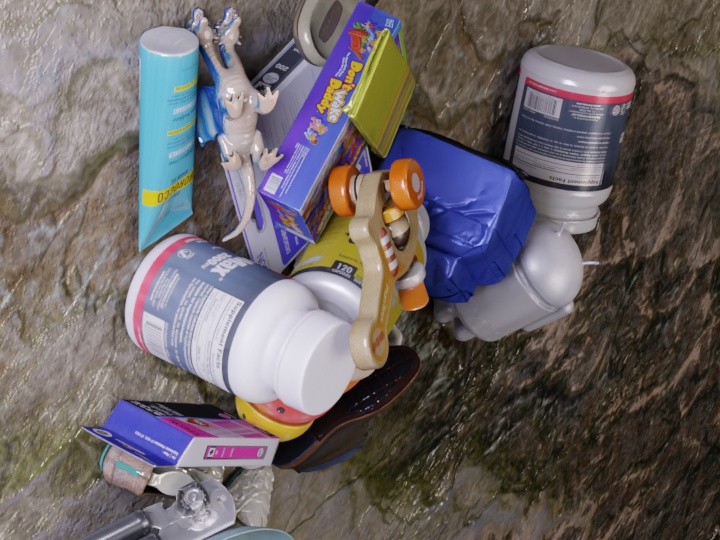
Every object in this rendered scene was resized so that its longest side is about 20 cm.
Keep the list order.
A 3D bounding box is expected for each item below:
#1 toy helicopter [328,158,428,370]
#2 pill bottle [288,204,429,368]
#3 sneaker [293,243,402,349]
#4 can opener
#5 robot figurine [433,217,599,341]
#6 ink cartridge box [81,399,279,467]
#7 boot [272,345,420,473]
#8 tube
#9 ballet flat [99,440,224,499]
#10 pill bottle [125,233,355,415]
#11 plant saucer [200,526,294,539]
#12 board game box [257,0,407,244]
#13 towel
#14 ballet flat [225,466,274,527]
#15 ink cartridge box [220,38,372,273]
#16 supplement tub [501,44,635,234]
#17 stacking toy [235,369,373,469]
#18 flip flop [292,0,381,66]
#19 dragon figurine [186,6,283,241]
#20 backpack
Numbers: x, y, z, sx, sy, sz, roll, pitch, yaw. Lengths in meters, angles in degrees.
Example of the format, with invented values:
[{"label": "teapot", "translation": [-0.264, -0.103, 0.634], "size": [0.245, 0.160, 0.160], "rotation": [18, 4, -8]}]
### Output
[{"label": "toy helicopter", "translation": [0.021, 0.004, 1.568], "size": [0.132, 0.078, 0.201], "rotation": [53, 39, -50]}, {"label": "pill bottle", "translation": [0.000, 0.000, 1.706], "size": [0.200, 0.111, 0.113], "rotation": [-59, 155, -50]}, {"label": "sneaker", "translation": [-0.009, 0.016, 1.840], "size": [0.077, 0.080, 0.200], "rotation": [-55, 148, -18]}, {"label": "can opener", "translation": [-0.209, 0.262, 1.636], "size": [0.199, 0.053, 0.067], "rotation": [-25, 154, -14]}, {"label": "robot figurine", "translation": [0.180, 0.010, 2.039], "size": [0.169, 0.199, 0.113], "rotation": [39, 35, -34]}, {"label": "ink cartridge box", "translation": [-0.169, 0.157, 1.654], "size": [0.200, 0.094, 0.037], "rotation": [6, 104, -60]}, {"label": "boot", "translation": [-0.016, 0.155, 1.901], "size": [0.199, 0.075, 0.097], "rotation": [-32, 158, 0]}, {"label": "tube", "translation": [-0.171, -0.115, 1.518], "size": [0.077, 0.050, 0.201], "rotation": [-35, 143, -41]}, {"label": "ballet flat", "translation": [-0.177, 0.202, 1.701], "size": [0.200, 0.067, 0.068], "rotation": [8, 102, -61]}, {"label": "pill bottle", "translation": [-0.105, 0.053, 1.579], "size": [0.119, 0.199, 0.120], "rotation": [-39, 141, -41]}, {"label": "plant saucer", "translation": [-0.157, 0.309, 1.703], "size": [0.200, 0.039, 0.202], "rotation": [-26, 147, -18]}, {"label": "board game box", "translation": [-0.023, -0.135, 1.616], "size": [0.201, 0.045, 0.135], "rotation": [-63, 170, -8]}, {"label": "towel", "translation": [0.019, -0.162, 1.592], "size": [0.200, 0.018, 0.087], "rotation": [37, 74, -80]}, {"label": "ballet flat", "translation": [-0.140, 0.286, 1.827], "size": [0.200, 0.071, 0.072], "rotation": [-49, 146, -31]}, {"label": "ink cartridge box", "translation": [-0.071, -0.110, 1.685], "size": [0.200, 0.043, 0.199], "rotation": [-50, 146, -32]}, {"label": "supplement tub", "translation": [0.245, -0.160, 2.080], "size": [0.140, 0.140, 0.201], "rotation": [-21, 128, -52]}, {"label": "stacking toy", "translation": [-0.080, 0.128, 1.779], "size": [0.146, 0.146, 0.201], "rotation": [-18, 140, -54]}, {"label": "flip flop", "translation": [-0.001, -0.282, 1.633], "size": [0.081, 0.057, 0.201], "rotation": [42, 63, -35]}, {"label": "dragon figurine", "translation": [-0.114, -0.134, 1.530], "size": [0.059, 0.099, 0.201], "rotation": [-14, 123, -19]}, {"label": "backpack", "translation": [0.094, -0.055, 1.890], "size": [0.168, 0.162, 0.200], "rotation": [-61, 163, 0]}]
